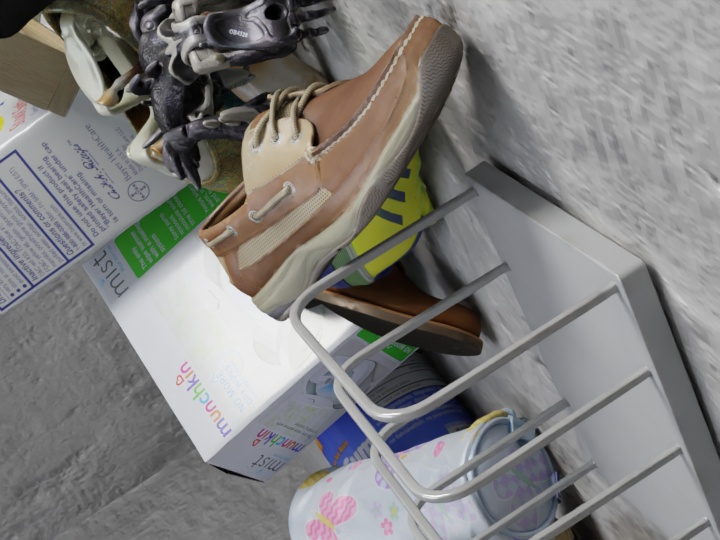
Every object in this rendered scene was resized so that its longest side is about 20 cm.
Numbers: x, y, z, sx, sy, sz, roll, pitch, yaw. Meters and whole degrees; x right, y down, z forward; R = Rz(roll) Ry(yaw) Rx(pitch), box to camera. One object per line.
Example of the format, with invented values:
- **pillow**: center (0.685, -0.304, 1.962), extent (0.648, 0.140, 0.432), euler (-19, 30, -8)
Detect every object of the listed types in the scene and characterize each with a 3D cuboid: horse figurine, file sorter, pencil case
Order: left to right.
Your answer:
- **horse figurine**: center (-0.065, -0.102, 0.869), extent (0.050, 0.133, 0.200), euler (23, 161, 52)
- **pencil case**: center (0.038, 0.156, 0.959), extent (0.200, 0.083, 0.091), euler (-27, 58, 44)
- **file sorter**: center (0.075, 0.080, 0.660), extent (0.200, 0.124, 0.139), euler (63, 170, -30)

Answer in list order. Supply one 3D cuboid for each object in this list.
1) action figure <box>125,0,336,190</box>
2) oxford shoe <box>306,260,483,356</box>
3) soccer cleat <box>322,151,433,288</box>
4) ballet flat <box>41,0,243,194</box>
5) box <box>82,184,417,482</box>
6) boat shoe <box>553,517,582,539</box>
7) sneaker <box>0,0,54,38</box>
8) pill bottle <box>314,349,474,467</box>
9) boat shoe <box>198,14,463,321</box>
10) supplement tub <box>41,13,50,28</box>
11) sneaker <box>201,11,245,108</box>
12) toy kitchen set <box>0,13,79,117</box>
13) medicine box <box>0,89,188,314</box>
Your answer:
- **action figure**: center (-0.062, -0.115, 0.736), extent (0.200, 0.102, 0.119), euler (147, 114, -65)
- **oxford shoe**: center (0.000, 0.000, 0.922), extent (0.200, 0.071, 0.071), euler (23, 170, 31)
- **soccer cleat**: center (0.010, -0.048, 0.804), extent (0.200, 0.084, 0.065), euler (120, 151, -62)
- **ballet flat**: center (-0.131, -0.105, 0.882), extent (0.200, 0.071, 0.071), euler (58, 172, -34)
- **box**: center (-0.076, 0.021, 1.046), extent (0.200, 0.176, 0.097), euler (54, -171, 28)
- **boat shoe**: center (0.146, 0.223, 0.996), extent (0.200, 0.063, 0.073), euler (76, -171, -58)
- **sneaker**: center (-0.142, -0.182, 0.763), extent (0.082, 0.200, 0.073), euler (52, -153, 2)
- **pill bottle**: center (0.021, 0.118, 1.111), extent (0.200, 0.112, 0.112), euler (52, 169, 28)
- **boat shoe**: center (-0.023, -0.049, 0.663), extent (0.072, 0.076, 0.200), euler (36, 135, -4)
- **supplement tub**: center (-0.189, -0.150, 1.235), extent (0.200, 0.140, 0.140), euler (62, 170, -21)
- **sneaker**: center (-0.123, -0.197, 0.937), extent (0.131, 0.079, 0.200), euler (-118, 13, -50)
- **toy kitchen set**: center (-0.184, -0.213, 0.956), extent (0.163, 0.200, 0.180), euler (22, -172, -37)
- **medicine box**: center (-0.218, -0.090, 1.063), extent (0.103, 0.200, 0.182), euler (54, -176, -23)
